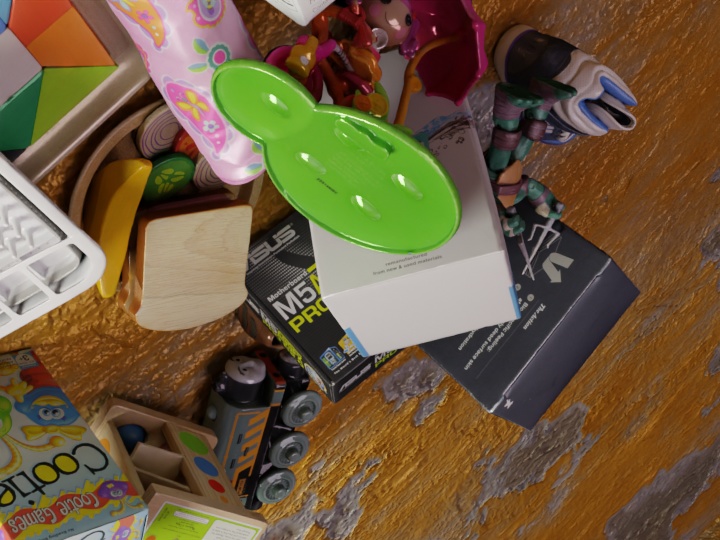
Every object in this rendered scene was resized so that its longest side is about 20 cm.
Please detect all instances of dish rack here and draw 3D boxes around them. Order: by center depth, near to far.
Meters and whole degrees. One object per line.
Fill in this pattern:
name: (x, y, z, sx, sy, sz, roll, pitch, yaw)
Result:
dish rack: (-0.289, -0.023, 0.720, 0.170, 0.044, 0.200, -28, 144, 6)

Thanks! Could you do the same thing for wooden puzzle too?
wooden puzzle: (-0.245, -0.138, 0.699, 0.185, 0.037, 0.200, -44, 144, -8)

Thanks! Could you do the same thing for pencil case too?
pencil case: (-0.112, -0.157, 0.753, 0.087, 0.087, 0.201, -40, 131, -12)

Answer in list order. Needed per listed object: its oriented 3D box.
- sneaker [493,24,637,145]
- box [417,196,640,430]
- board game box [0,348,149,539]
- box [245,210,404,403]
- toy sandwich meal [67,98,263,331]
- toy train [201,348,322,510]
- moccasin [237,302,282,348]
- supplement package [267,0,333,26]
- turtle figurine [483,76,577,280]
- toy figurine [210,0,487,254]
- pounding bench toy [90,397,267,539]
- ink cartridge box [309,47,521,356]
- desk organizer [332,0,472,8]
sneaker: (0.224, -0.161, 1.091, 0.081, 0.146, 0.200, -48, 145, -1)
box: (0.155, 0.029, 1.146, 0.197, 0.200, 0.117, -52, 145, 5)
board game box: (-0.263, 0.169, 0.820, 0.102, 0.200, 0.106, -12, 131, -40)
box: (0.000, 0.000, 0.983, 0.199, 0.160, 0.044, -36, 156, -16)
toy sandwich meal: (-0.146, -0.044, 0.864, 0.204, 0.070, 0.207, -28, 140, -27)
toy train: (-0.115, 0.169, 1.090, 0.113, 0.085, 0.202, -2, 124, -34)
moccasin: (-0.022, 0.023, 1.052, 0.200, 0.078, 0.074, -18, 135, -36)
supplement package: (-0.037, -0.311, 0.672, 0.191, 0.147, 0.201, -42, 145, -10)
turtle figurine: (0.141, -0.077, 1.003, 0.150, 0.100, 0.202, -42, 147, -58)
toy figurine: (0.013, -0.144, 0.764, 0.199, 0.150, 0.185, 36, 59, -19)
pounding bench toy: (-0.166, 0.228, 0.992, 0.199, 0.156, 0.125, 27, 103, -39)
ink cartridge box: (0.037, -0.058, 0.885, 0.144, 0.202, 0.147, -14, 154, 8)
desk organizer: (0.028, -0.232, 0.874, 0.199, 0.077, 0.072, 12, 114, -51)
